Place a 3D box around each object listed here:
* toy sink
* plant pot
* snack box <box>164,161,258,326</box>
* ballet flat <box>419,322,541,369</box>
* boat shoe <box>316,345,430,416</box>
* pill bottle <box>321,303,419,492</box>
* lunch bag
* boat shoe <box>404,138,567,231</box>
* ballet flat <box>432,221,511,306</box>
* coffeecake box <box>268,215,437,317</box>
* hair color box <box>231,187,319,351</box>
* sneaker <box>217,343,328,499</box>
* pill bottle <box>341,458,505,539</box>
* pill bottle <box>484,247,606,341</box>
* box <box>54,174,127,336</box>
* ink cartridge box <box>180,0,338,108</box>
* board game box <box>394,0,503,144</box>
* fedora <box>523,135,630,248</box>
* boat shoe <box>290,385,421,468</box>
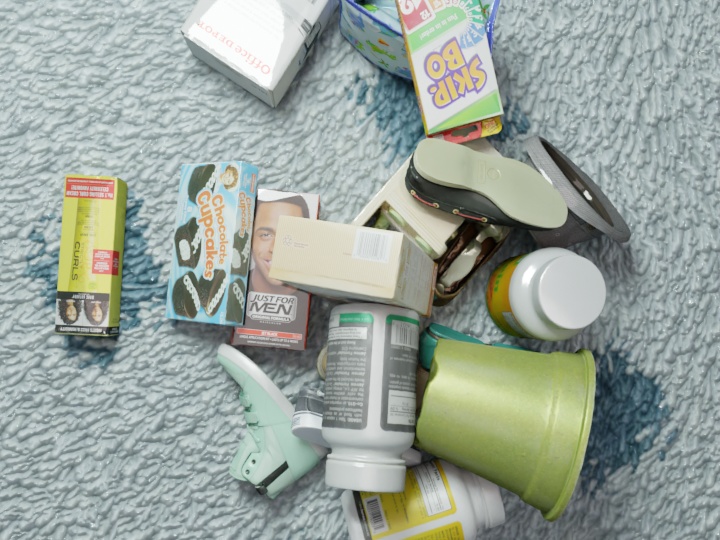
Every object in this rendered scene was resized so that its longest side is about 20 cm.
[{"bbox_3d":[0.084,-0.085,0.932,0.112,0.130,0.200,43,84,-1],"label":"toy sink"},{"bbox_3d":[0.162,0.169,0.857,0.179,0.200,0.206,15,85,7],"label":"plant pot"},{"bbox_3d":[-0.193,-0.036,0.924,0.114,0.037,0.207,2,85,35],"label":"snack box"},{"bbox_3d":[0.169,0.130,0.964,0.194,0.068,0.072,16,109,-5],"label":"ballet flat"},{"bbox_3d":[0.036,0.150,0.943,0.194,0.069,0.076,15,84,-5],"label":"boat shoe"},{"bbox_3d":[0.011,0.148,0.834,0.109,0.113,0.207,5,78,-4],"label":"pill bottle"},{"bbox_3d":[0.068,-0.321,0.923,0.194,0.170,0.132,10,90,-2],"label":"lunch bag"},{"bbox_3d":[0.148,-0.093,0.845,0.196,0.063,0.075,19,62,-5],"label":"boat shoe"},{"bbox_3d":[0.154,-0.035,0.962,0.068,0.072,0.201,42,84,-4],"label":"ballet flat"},{"bbox_3d":[0.000,0.000,0.863,0.149,0.200,0.075,9,83,18],"label":"coffeecake box"},{"bbox_3d":[-0.111,-0.001,0.946,0.098,0.061,0.207,5,86,-3],"label":"hair color box"},{"bbox_3d":[-0.145,0.199,0.922,0.118,0.074,0.201,-41,93,-12],"label":"sneaker"},{"bbox_3d":[0.080,0.311,0.916,0.194,0.112,0.116,-16,88,-5],"label":"pill bottle"},{"bbox_3d":[0.231,0.030,0.900,0.107,0.200,0.115,0,86,-4],"label":"pill bottle"},{"bbox_3d":[-0.351,-0.019,0.935,0.073,0.050,0.207,4,86,-3],"label":"box"},{"bbox_3d":[-0.124,-0.349,0.954,0.144,0.086,0.203,32,86,-1],"label":"ink cartridge box"},{"bbox_3d":[0.103,-0.252,0.833,0.093,0.030,0.206,-14,97,-1],"label":"board game box"},{"bbox_3d":[0.260,-0.085,0.944,0.090,0.197,0.180,-42,55,25],"label":"fedora"},{"bbox_3d":[0.000,0.204,0.927,0.196,0.071,0.069,24,56,-23],"label":"boat shoe"}]
